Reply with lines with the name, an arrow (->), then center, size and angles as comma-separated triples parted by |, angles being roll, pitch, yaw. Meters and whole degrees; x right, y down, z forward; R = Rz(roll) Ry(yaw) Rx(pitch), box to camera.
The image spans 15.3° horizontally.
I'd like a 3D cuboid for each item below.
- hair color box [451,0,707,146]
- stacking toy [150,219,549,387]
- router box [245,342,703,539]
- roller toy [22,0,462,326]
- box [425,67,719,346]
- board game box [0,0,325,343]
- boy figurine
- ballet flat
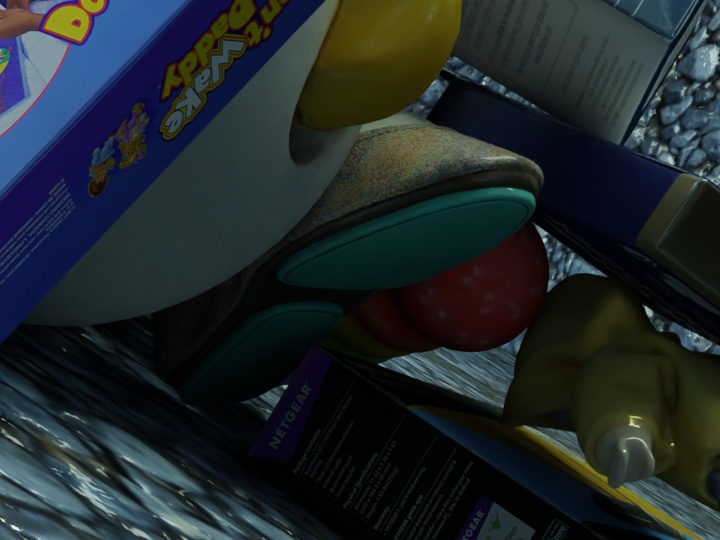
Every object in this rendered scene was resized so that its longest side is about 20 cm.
hair color box -> 0.022, -0.129, 0.882 | 0.200, 0.061, 0.100 | 31, -19, 5
stacking toy -> 0.000, 0.000, 0.968 | 0.085, 0.086, 0.200 | 31, -18, -25
router box -> 0.065, 0.095, 0.941 | 0.149, 0.051, 0.200 | 33, 4, 23
roller toy -> -0.089, -0.084, 0.803 | 0.183, 0.200, 0.140 | 52, -6, 31
box -> 0.096, -0.012, 0.908 | 0.121, 0.032, 0.200 | 35, 0, -29
board game box -> -0.091, -0.081, 0.684 | 0.134, 0.200, 0.045 | 33, -21, 26
boy figurine -> 0.111, 0.060, 0.855 | 0.124, 0.065, 0.200 | 8, 17, -44
ballet flat -> -0.015, -0.017, 0.871 | 0.068, 0.068, 0.200 | 4, -23, -36
